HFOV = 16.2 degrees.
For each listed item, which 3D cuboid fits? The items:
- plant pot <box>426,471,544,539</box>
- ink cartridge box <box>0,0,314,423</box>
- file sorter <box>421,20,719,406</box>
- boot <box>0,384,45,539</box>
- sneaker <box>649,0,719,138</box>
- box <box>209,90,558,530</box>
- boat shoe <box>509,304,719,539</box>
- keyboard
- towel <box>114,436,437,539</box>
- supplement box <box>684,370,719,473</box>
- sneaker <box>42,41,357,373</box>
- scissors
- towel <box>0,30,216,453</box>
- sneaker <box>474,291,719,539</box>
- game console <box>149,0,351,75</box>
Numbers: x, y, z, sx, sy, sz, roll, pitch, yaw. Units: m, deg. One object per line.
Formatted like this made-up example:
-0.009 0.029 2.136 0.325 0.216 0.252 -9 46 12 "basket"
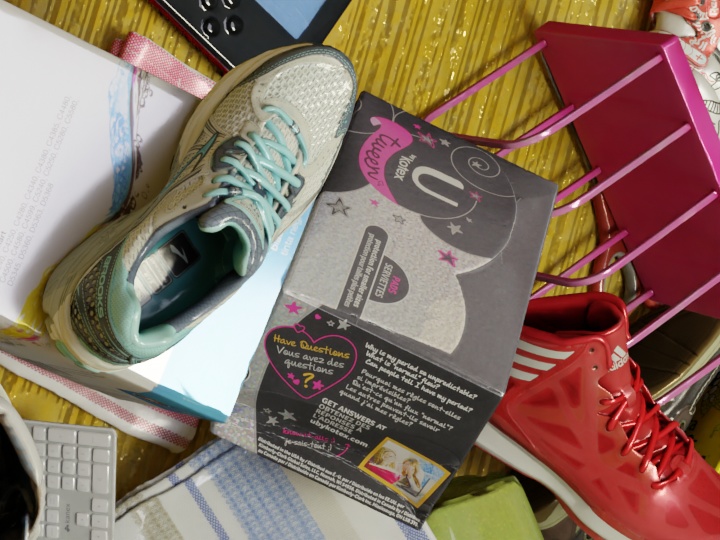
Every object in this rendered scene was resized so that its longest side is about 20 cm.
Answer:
0.054 0.224 1.485 0.200 0.200 0.190 -16 91 -35 "plant pot"
-0.153 -0.030 1.285 0.200 0.147 0.146 26 81 -26 "ink cartridge box"
0.141 -0.029 1.526 0.125 0.139 0.200 -34 113 -20 "file sorter"
-0.199 0.134 1.296 0.073 0.096 0.200 -17 121 -19 "boot"
0.212 -0.167 1.613 0.108 0.067 0.202 -30 115 -33 "sneaker"
0.016 0.016 1.376 0.132 0.115 0.200 26 36 -4 "box"
0.170 0.099 1.617 0.200 0.073 0.065 -44 126 -16 "boat shoe"
-0.161 0.180 1.375 0.011 0.056 0.200 -26 120 -68 "keyboard"
-0.060 0.164 1.399 0.200 0.024 0.147 -33 87 -5 "towel"
0.233 0.163 1.629 0.109 0.109 0.200 37 73 -19 "supplement box"
-0.059 -0.027 1.202 0.078 0.086 0.200 45 72 -21 "sneaker"
0.159 -0.061 1.622 0.073 0.014 0.200 -24 108 -29 "scissors"
-0.114 -0.014 1.409 0.146 0.030 0.200 30 78 -35 "towel"
0.151 0.089 1.450 0.200 0.116 0.078 27 45 5 "sneaker"
-0.056 -0.221 1.428 0.177 0.031 0.200 45 68 -32 "game console"
